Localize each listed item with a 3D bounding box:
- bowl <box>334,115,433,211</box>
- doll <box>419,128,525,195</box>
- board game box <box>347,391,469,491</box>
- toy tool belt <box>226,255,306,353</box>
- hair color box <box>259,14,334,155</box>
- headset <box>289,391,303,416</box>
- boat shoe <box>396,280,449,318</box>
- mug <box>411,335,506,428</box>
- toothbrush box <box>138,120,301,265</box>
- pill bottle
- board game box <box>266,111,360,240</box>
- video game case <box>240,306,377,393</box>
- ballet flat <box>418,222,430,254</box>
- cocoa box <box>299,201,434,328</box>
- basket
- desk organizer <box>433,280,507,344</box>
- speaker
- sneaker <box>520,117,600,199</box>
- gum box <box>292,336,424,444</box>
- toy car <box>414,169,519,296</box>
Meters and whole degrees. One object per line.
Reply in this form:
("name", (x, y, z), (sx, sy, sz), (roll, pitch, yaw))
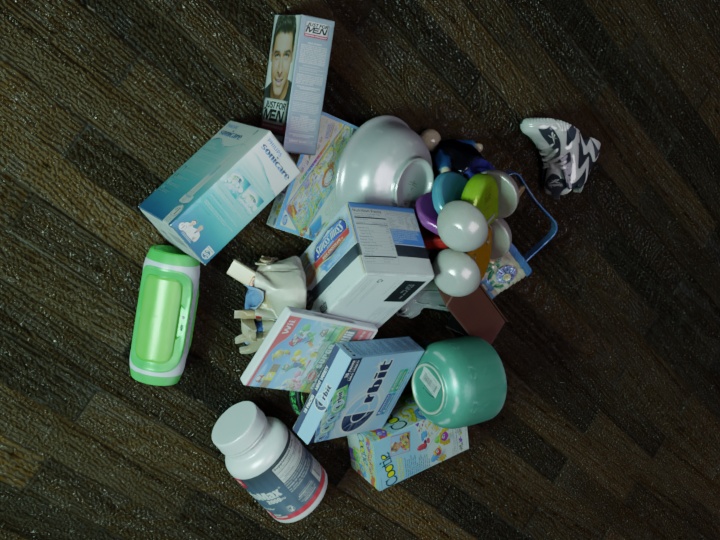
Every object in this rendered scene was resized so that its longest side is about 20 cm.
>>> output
("bowl", (0.057, -0.149, 1.486), (0.200, 0.090, 0.202), (-23, 123, -41))
("doll", (0.181, -0.178, 1.541), (0.136, 0.200, 0.049), (-37, 161, -44))
("board game box", (0.086, 0.300, 1.650), (0.199, 0.103, 0.106), (-18, 114, -27))
("toy tool belt", (-0.155, 0.073, 1.443), (0.122, 0.125, 0.201), (1, 117, -11))
("hair color box", (-0.100, -0.284, 1.378), (0.060, 0.099, 0.201), (4, 101, -31))
("headset", (-0.032, 0.187, 1.552), (0.199, 0.094, 0.124), (-25, 117, -42))
("boat shoe", (0.094, 0.051, 1.606), (0.200, 0.070, 0.072), (1, 97, -35))
("mug", (0.149, 0.196, 1.561), (0.114, 0.185, 0.153), (-7, 86, -35))
("toothbrush box", (-0.209, -0.120, 1.329), (0.200, 0.146, 0.085), (-47, 122, -13))
("pill bottle", (-0.154, 0.314, 1.498), (0.120, 0.119, 0.200), (-44, 120, -14))
("board game box", (-0.059, -0.148, 1.479), (0.134, 0.034, 0.201), (18, 93, -34))
("video game case", (-0.077, 0.131, 1.419), (0.199, 0.017, 0.143), (15, 115, -46))
("ballet flat", (0.101, -0.069, 1.578), (0.072, 0.072, 0.201), (39, 83, -33))
("cocoa box", (0.000, 0.000, 1.441), (0.133, 0.200, 0.132), (3, 59, -32))
("basket", (0.251, -0.058, 1.631), (0.200, 0.139, 0.176), (-50, 123, -3))
("desk organizer", (0.183, 0.065, 1.601), (0.077, 0.071, 0.200), (-57, 140, -12))
("speaker", (-0.295, 0.067, 1.364), (0.088, 0.088, 0.201), (5, 101, -32))
("sneaker", (0.366, -0.204, 1.696), (0.198, 0.079, 0.131), (16, 86, -44))
("gum box", (0.000, 0.194, 1.488), (0.199, 0.045, 0.171), (2, 121, -51))
("toy car", (0.156, -0.073, 1.447), (0.175, 0.149, 0.201), (-43, 146, -42))
